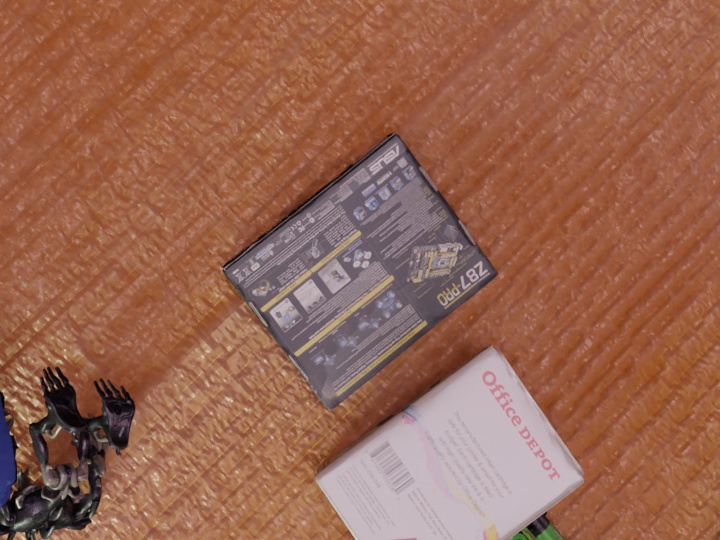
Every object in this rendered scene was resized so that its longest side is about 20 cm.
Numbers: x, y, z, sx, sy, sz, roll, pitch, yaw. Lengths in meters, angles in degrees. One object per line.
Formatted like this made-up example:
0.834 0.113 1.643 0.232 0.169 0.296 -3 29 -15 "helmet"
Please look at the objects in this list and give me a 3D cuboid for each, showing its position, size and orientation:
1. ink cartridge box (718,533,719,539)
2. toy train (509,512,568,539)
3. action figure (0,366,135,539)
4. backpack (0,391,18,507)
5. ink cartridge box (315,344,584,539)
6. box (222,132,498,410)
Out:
0.390 0.263 1.357 0.093 0.044 0.203 14 92 -6 "ink cartridge box"
0.202 0.301 1.339 0.056 0.042 0.201 -42 98 -13 "toy train"
-0.266 0.164 1.238 0.118 0.103 0.201 7 135 -34 "action figure"
-0.384 0.151 1.155 0.198 0.167 0.165 -8 102 33 "backpack"
0.078 0.184 1.282 0.199 0.086 0.148 -34 87 -5 "ink cartridge box"
0.000 0.000 1.287 0.199 0.049 0.162 -39 96 -3 "box"
